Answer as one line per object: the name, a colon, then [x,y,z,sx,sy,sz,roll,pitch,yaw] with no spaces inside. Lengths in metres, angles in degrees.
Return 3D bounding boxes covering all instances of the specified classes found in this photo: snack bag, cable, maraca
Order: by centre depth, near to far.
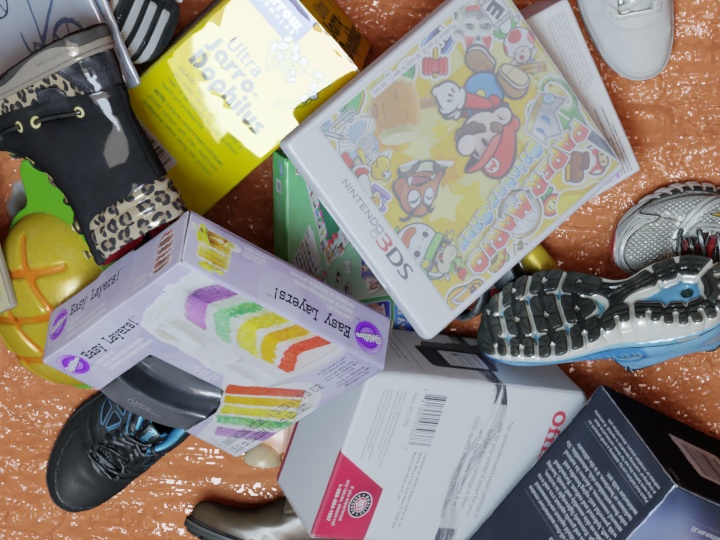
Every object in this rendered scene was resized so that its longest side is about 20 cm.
snack bag: [-0.252,-0.202,1.545,0.199,0.021,0.190,-13,104,51]
maraca: [-0.225,0.002,1.617,0.137,0.107,0.201,31,129,25]
cable: [0.090,-0.043,1.645,0.097,0.050,0.202,-21,93,27]

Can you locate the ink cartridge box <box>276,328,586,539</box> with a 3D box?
ink cartridge box: [0.055,0.130,1.625,0.198,0.083,0.146,8,113,-29]

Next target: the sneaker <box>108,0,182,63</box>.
sneaker: [-0.164,-0.250,1.567,0.075,0.115,0.201,39,72,-38]

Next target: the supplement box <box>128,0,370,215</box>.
supplement box: [-0.102,-0.134,1.579,0.200,0.109,0.110,-40,101,14]

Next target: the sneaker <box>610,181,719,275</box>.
sneaker: [0.290,-0.023,1.606,0.198,0.082,0.079,-3,108,6]

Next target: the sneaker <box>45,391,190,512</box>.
sneaker: [-0.183,0.125,1.679,0.073,0.082,0.200,41,106,-12]

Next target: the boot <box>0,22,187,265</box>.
boot: [-0.212,-0.074,1.507,0.199,0.073,0.151,-28,92,42]

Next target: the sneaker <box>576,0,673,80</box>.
sneaker: [0.191,-0.225,1.532,0.073,0.116,0.202,-12,108,5]

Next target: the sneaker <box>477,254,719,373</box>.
sneaker: [0.187,0.051,1.599,0.198,0.079,0.090,-6,144,11]

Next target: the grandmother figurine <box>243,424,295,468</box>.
grandmother figurine: [-0.041,0.056,1.661,0.120,0.061,0.202,-3,112,-26]

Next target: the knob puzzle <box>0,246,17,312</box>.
knob puzzle: [-0.370,-0.028,1.626,0.218,0.030,0.222,4,99,30]

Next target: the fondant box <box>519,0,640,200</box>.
fondant box: [0.091,-0.093,1.569,0.199,0.058,0.145,-30,105,-16]

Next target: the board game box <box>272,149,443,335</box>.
board game box: [0.000,0.000,1.614,0.133,0.029,0.202,-8,111,-22]

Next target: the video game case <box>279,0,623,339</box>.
video game case: [0.069,-0.083,1.519,0.200,0.023,0.183,-41,108,-12]

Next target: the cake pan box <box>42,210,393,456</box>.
cake pan box: [-0.107,0.051,1.525,0.183,0.053,0.199,31,140,-27]

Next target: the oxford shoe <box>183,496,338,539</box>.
oxford shoe: [-0.043,0.197,1.709,0.198,0.073,0.085,4,91,0]

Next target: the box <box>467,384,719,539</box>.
box: [0.208,0.223,1.624,0.199,0.124,0.199,25,112,-41]
